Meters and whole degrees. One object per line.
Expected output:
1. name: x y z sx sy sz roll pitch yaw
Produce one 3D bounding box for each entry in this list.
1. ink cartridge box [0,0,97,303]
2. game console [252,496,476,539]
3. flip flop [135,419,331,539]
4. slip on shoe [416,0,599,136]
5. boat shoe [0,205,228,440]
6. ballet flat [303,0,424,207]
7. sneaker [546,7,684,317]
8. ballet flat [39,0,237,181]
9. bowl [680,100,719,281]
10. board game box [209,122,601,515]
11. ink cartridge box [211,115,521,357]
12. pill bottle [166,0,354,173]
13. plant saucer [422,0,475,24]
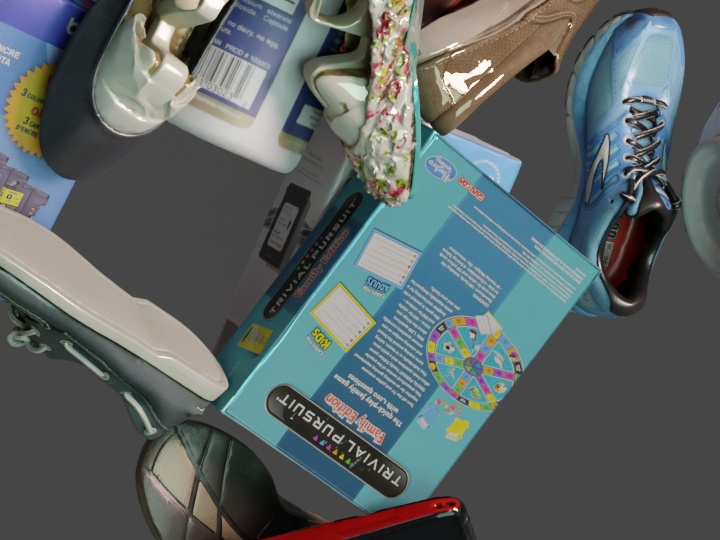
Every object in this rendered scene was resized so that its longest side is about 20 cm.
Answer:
1. ink cartridge box: -0.210 -0.101 1.373 0.136 0.076 0.200 23 97 -33
2. game console: -0.006 0.213 1.530 0.177 0.031 0.200 -13 143 5
3. flip flop: -0.074 0.153 1.542 0.200 0.058 0.081 38 78 -45
4. slip on shoe: 0.097 -0.140 1.491 0.200 0.076 0.061 -30 91 -42
5. boat shoe: -0.158 0.032 1.374 0.062 0.073 0.200 -43 129 14
6. ballet flat: 0.000 -0.128 1.363 0.064 0.076 0.200 -5 115 -16
7. sneaker: 0.174 -0.063 1.571 0.078 0.090 0.200 3 104 -27
8. ballet flat: -0.102 -0.131 1.333 0.073 0.073 0.200 31 92 -30
9. bowl: 0.259 -0.043 1.554 0.094 0.201 0.201 -9 109 -25
10. board game box: 0.023 0.033 1.474 0.151 0.047 0.200 38 89 -31
11. ink cartridge box: 0.000 0.000 1.519 0.116 0.067 0.200 20 97 -29
12. pill bottle: -0.045 -0.166 1.421 0.111 0.111 0.200 24 94 -30
13. plant saucer: 0.113 -0.206 1.437 0.200 0.200 0.037 -31 89 -14
